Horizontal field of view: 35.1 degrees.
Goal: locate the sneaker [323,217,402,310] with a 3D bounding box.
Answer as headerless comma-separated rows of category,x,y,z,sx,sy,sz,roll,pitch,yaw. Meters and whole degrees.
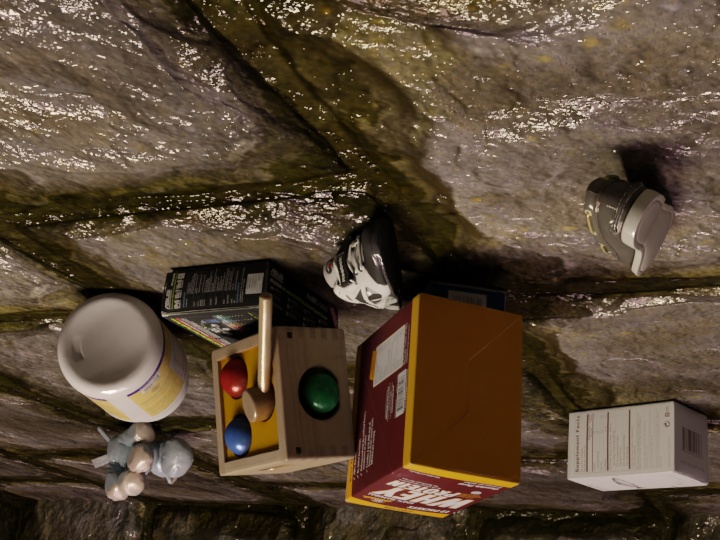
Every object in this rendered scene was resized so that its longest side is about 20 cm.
sneaker,0.000,0.000,1.256,0.088,0.075,0.200,1,159,4

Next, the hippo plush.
hippo plush,-0.433,0.400,2.324,0.160,0.161,0.199,21,154,-36

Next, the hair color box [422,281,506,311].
hair color box,0.112,0.078,1.459,0.099,0.061,0.200,8,159,-7

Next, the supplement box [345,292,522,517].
supplement box,0.083,0.163,1.323,0.132,0.199,0.200,13,154,-17

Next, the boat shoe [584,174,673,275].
boat shoe,0.255,-0.046,1.086,0.060,0.073,0.202,28,180,21

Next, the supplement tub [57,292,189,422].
supplement tub,-0.321,0.127,1.578,0.144,0.147,0.200,2,160,7

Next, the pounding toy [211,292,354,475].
pounding toy,-0.102,0.141,1.364,0.141,0.186,0.199,5,163,-37

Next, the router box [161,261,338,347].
router box,-0.136,0.055,1.455,0.149,0.063,0.200,-6,157,25

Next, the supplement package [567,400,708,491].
supplement package,0.456,0.293,1.876,0.199,0.118,0.116,-14,153,43
